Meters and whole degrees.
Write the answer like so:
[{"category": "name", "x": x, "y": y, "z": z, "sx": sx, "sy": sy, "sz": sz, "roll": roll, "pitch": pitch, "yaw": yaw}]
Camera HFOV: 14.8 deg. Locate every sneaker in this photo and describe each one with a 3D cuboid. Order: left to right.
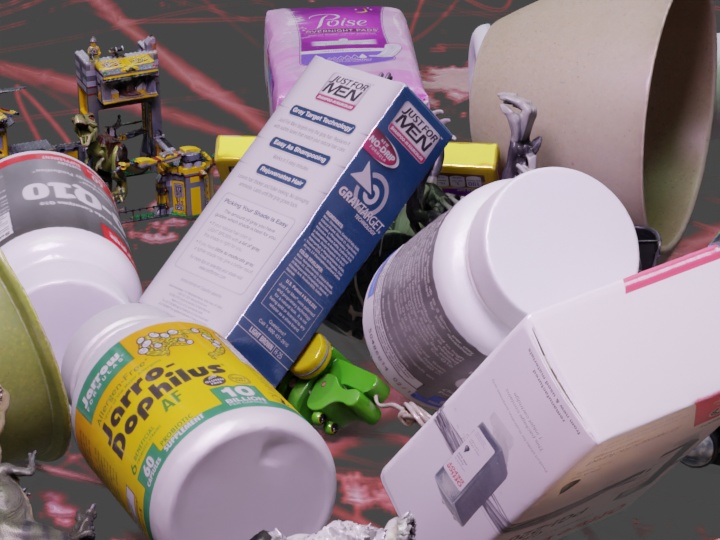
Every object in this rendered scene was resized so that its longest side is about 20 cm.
[{"category": "sneaker", "x": 0.000, "y": 0.000, "z": 1.889, "sx": 0.086, "sy": 0.078, "sz": 0.200, "roll": 3, "pitch": 15, "yaw": 23}]

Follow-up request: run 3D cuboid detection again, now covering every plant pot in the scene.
[{"category": "plant pot", "x": -0.303, "y": 0.069, "z": 1.643, "sx": 0.190, "sy": 0.200, "sz": 0.200, "roll": -30, "pitch": 36, "yaw": -25}]

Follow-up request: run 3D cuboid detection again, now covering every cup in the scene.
[{"category": "cup", "x": 0.160, "y": -0.121, "z": 1.971, "sx": 0.143, "sy": 0.201, "sz": 0.200, "roll": 9, "pitch": 27, "yaw": 20}]

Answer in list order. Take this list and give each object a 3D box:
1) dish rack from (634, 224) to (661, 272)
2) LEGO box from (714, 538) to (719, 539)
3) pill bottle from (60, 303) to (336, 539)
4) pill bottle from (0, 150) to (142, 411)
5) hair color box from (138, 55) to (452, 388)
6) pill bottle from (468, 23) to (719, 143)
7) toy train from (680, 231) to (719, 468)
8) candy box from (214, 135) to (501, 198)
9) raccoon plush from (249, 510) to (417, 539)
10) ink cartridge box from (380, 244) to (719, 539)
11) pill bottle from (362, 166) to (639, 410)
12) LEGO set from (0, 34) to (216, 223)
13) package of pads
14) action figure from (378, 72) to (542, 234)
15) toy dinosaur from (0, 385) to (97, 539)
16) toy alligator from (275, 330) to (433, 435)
[{"category": "dish rack", "x": 0.127, "y": 0.034, "z": 1.817, "sx": 0.153, "sy": 0.055, "sz": 0.200, "roll": -2, "pitch": 25, "yaw": 1}, {"category": "LEGO box", "x": 0.163, "y": 0.226, "z": 1.375, "sx": 0.149, "sy": 0.077, "sz": 0.200, "roll": -12, "pitch": 27, "yaw": -20}, {"category": "pill bottle", "x": -0.103, "y": 0.095, "z": 1.630, "sx": 0.113, "sy": 0.113, "sz": 0.200, "roll": -12, "pitch": 27, "yaw": -22}, {"category": "pill bottle", "x": -0.203, "y": 0.008, "z": 1.819, "sx": 0.114, "sy": 0.114, "sz": 0.200, "roll": -6, "pitch": 25, "yaw": -10}, {"category": "hair color box", "x": -0.041, "y": -0.032, "z": 1.753, "sx": 0.100, "sy": 0.061, "sz": 0.200, "roll": 23, "pitch": 74, "yaw": 49}, {"category": "pill bottle", "x": 0.185, "y": -0.136, "z": 2.107, "sx": 0.200, "sy": 0.112, "sz": 0.112, "roll": -3, "pitch": 25, "yaw": -3}, {"category": "toy train", "x": 0.236, "y": 0.044, "z": 1.716, "sx": 0.087, "sy": 0.114, "sz": 0.200, "roll": 10, "pitch": 27, "yaw": 24}, {"category": "candy box", "x": 0.002, "y": -0.059, "z": 1.978, "sx": 0.200, "sy": 0.102, "sz": 0.026, "roll": 2, "pitch": 64, "yaw": 9}, {"category": "raccoon plush", "x": 0.002, "y": 0.211, "z": 1.455, "sx": 0.134, "sy": 0.097, "sz": 0.200, "roll": -5, "pitch": 51, "yaw": -39}, {"category": "ink cartridge box", "x": 0.120, "y": 0.083, "z": 1.542, "sx": 0.145, "sy": 0.200, "sz": 0.085, "roll": -19, "pitch": 73, "yaw": -33}, {"category": "pill bottle", "x": 0.083, "y": 0.011, "z": 1.646, "sx": 0.114, "sy": 0.114, "sz": 0.200, "roll": -12, "pitch": -10, "yaw": -20}, {"category": "LEGO set", "x": -0.206, "y": -0.104, "z": 2.055, "sx": 0.200, "sy": 0.116, "sz": 0.154, "roll": -7, "pitch": 26, "yaw": -12}, {"category": "package of pads", "x": -0.013, "y": -0.144, "z": 2.181, "sx": 0.120, "sy": 0.076, "sz": 0.200, "roll": 0, "pitch": 25, "yaw": -4}, {"category": "action figure", "x": 0.061, "y": -0.069, "z": 1.834, "sx": 0.200, "sy": 0.102, "sz": 0.119, "roll": 31, "pitch": 24, "yaw": 32}, {"category": "toy dinosaur", "x": -0.178, "y": 0.156, "z": 1.557, "sx": 0.088, "sy": 0.047, "sz": 0.200, "roll": 12, "pitch": 45, "yaw": -37}, {"category": "toy alligator", "x": -0.023, "y": 0.077, "z": 1.740, "sx": 0.054, "sy": 0.059, "sz": 0.200, "roll": -51, "pitch": 40, "yaw": -5}]
